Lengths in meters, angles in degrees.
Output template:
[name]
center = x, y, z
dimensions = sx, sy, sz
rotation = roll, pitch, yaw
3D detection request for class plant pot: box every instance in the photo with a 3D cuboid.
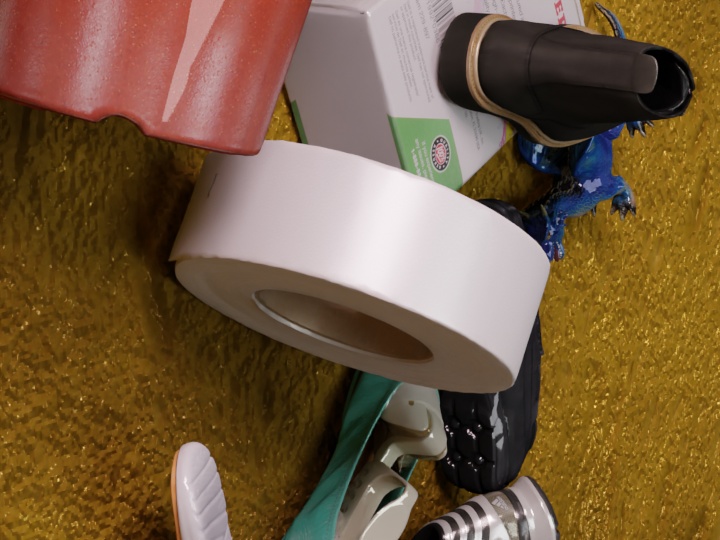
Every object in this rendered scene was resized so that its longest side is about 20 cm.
[plant pot]
center = -0.099, -0.168, 1.110
dimensions = 0.200, 0.200, 0.196
rotation = 8, 98, -52

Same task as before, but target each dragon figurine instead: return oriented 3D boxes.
[dragon figurine]
center = 0.147, -0.091, 1.529
dimensions = 0.099, 0.059, 0.201
rotation = 15, 86, -52

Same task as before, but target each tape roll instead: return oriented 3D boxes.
[tape roll]
center = 0.000, 0.000, 1.245
dimensions = 0.202, 0.202, 0.071
rotation = 34, 70, -49

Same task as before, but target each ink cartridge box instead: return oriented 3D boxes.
[ink cartridge box]
center = 0.045, -0.144, 1.367
dimensions = 0.200, 0.087, 0.146
rotation = -43, 129, -37

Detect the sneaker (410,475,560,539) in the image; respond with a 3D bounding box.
[sneaker]
center = 0.065, 0.228, 1.493
dimensions = 0.115, 0.076, 0.201
rotation = -14, 128, -18

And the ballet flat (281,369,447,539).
[ballet flat]
center = 0.015, 0.121, 1.390
dimensions = 0.067, 0.070, 0.200
rotation = 49, 58, -44

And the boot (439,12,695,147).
[boot]
center = 0.156, -0.106, 1.337
dimensions = 0.200, 0.138, 0.078
rotation = -4, 101, -55

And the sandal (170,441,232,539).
[sandal]
center = -0.099, 0.178, 1.262
dimensions = 0.079, 0.059, 0.207
rotation = -80, 165, -53

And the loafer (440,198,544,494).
[loafer]
center = 0.086, 0.047, 1.474
dimensions = 0.070, 0.068, 0.201
rotation = -28, 123, -54
